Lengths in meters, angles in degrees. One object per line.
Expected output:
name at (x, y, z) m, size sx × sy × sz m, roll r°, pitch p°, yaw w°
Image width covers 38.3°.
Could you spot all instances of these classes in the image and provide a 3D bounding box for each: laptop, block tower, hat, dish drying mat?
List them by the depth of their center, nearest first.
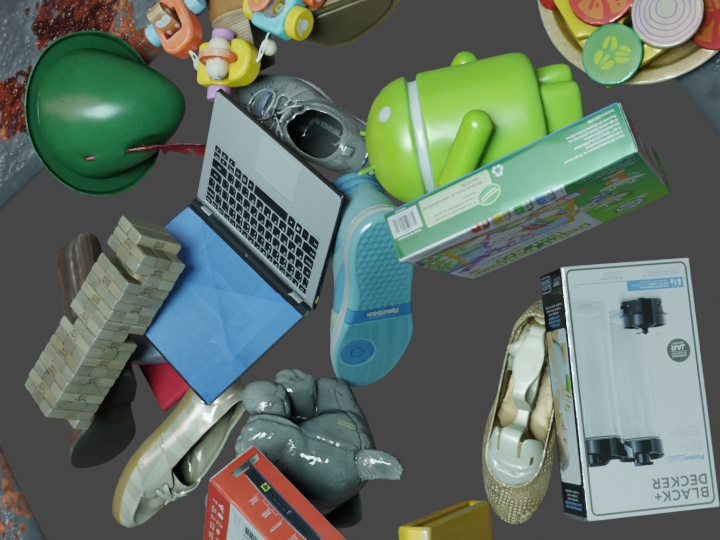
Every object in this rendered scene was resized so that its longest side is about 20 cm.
laptop at (-0.133, -0.025, 0.952) m, size 0.187 × 0.115 × 0.202 m, roll 41°, pitch 132°, yaw 29°
block tower at (-0.239, 0.051, 0.964) m, size 0.054 × 0.058 × 0.201 m, roll 40°, pitch 104°, yaw 35°
hat at (-0.197, -0.159, 1.016) m, size 0.174 × 0.199 × 0.168 m, roll 2°, pitch 101°, yaw 38°
dish drying mat at (-0.151, 0.054, 1.070) m, size 0.200 × 0.018 × 0.077 m, roll -43°, pitch 66°, yaw 17°

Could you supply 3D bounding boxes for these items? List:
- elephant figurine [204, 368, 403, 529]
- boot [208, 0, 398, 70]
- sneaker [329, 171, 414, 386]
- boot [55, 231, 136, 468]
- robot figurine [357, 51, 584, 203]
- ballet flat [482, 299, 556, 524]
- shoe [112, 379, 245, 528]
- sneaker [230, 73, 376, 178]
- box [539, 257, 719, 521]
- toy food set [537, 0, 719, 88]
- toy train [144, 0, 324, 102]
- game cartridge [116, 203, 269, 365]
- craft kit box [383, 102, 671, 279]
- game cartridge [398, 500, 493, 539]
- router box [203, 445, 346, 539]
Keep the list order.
elephant figurine at (-0.062, 0.205, 0.966) m, size 0.139 × 0.156 × 0.202 m, roll 7°, pitch 119°, yaw -15°
boot at (-0.066, -0.298, 1.037) m, size 0.197 × 0.074 × 0.157 m, roll -16°, pitch 69°, yaw 11°
sneaker at (0.000, 0.000, 0.974) m, size 0.131 × 0.078 × 0.202 m, roll -116°, pitch 29°, yaw -49°
boot at (-0.292, 0.083, 1.106) m, size 0.201 × 0.063 × 0.187 m, roll 62°, pitch 139°, yaw 33°
robot figurine at (0.094, -0.122, 0.908) m, size 0.197 × 0.176 × 0.117 m, roll -11°, pitch 121°, yaw 7°
ballet flat at (0.140, 0.123, 0.907) m, size 0.070 × 0.065 × 0.203 m, roll 9°, pitch 89°, yaw 25°
shoe at (-0.181, 0.185, 1.042) m, size 0.053 × 0.070 × 0.201 m, roll 40°, pitch 99°, yaw 30°
sneaker at (-0.061, -0.150, 1.009) m, size 0.198 × 0.082 × 0.076 m, roll 25°, pitch 95°, yaw 30°
box at (0.219, 0.096, 0.850) m, size 0.115 × 0.060 × 0.203 m, roll -3°, pitch 83°, yaw -8°
toy food set at (0.250, -0.259, 0.901) m, size 0.199 × 0.049 × 0.200 m, roll -33°, pitch 73°, yaw 18°
toy train at (-0.130, -0.252, 0.990) m, size 0.199 × 0.055 × 0.152 m, roll -29°, pitch 70°, yaw 24°
game cartridge at (-0.171, 0.013, 1.058) m, size 0.198 × 0.040 × 0.135 m, roll -28°, pitch 70°, yaw 23°
craft kit box at (0.143, -0.055, 0.850) m, size 0.198 × 0.197 × 0.049 m, roll -25°, pitch 79°, yaw 21°
game cartridge at (0.077, 0.303, 0.858) m, size 0.032 × 0.176 × 0.203 m, roll -4°, pitch 83°, yaw 23°
router box at (-0.054, 0.265, 0.849) m, size 0.179 × 0.049 × 0.201 m, roll 41°, pitch 144°, yaw 21°
